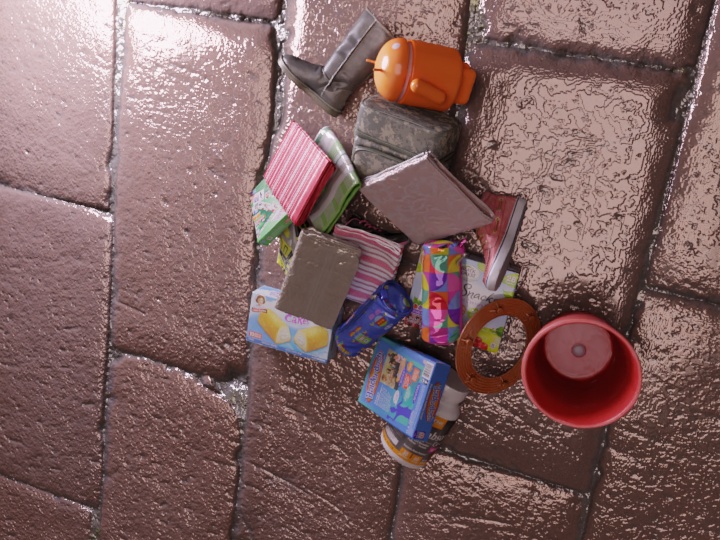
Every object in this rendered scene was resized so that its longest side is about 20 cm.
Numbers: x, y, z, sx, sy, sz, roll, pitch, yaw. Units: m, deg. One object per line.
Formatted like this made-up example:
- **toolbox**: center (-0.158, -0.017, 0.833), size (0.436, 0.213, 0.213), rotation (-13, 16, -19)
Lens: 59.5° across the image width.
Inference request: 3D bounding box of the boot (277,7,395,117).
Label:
- **boot**: center (-0.044, -0.433, 1.252), size (0.181, 0.073, 0.200), rotation (38, 116, -6)

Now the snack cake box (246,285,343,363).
- **snack cake box**: center (-0.145, 0.117, 1.388), size (0.197, 0.067, 0.117), rotation (14, 105, 15)

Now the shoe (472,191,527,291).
- **shoe**: center (0.245, -0.059, 1.190), size (0.090, 0.072, 0.202), rotation (16, 66, 18)

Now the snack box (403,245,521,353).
- **snack box**: center (0.203, 0.051, 1.262), size (0.197, 0.068, 0.171), rotation (17, 105, 13)

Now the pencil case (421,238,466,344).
- **pencil case**: center (0.157, 0.038, 1.197), size (0.087, 0.088, 0.203), rotation (4, 102, 17)

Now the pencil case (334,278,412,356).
- **pencil case**: center (0.021, 0.101, 1.291), size (0.086, 0.079, 0.200), rotation (22, 135, -25)

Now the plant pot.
- **plant pot**: center (0.402, 0.164, 1.159), size (0.197, 0.177, 0.204), rotation (3, 100, 17)

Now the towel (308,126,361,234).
- **towel**: center (-0.074, -0.180, 1.258), size (0.150, 0.030, 0.201), rotation (-54, 41, 27)

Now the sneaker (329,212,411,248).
- **sneaker**: center (0.007, -0.074, 1.306), size (0.197, 0.079, 0.097), rotation (-5, 87, 17)

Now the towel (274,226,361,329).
- **towel**: center (-0.084, 0.017, 1.249), size (0.131, 0.035, 0.202), rotation (21, 118, -6)

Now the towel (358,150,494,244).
- **towel**: center (0.119, -0.128, 1.170), size (0.191, 0.033, 0.199), rotation (40, 149, -26)

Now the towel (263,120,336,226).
- **towel**: center (-0.125, -0.194, 1.244), size (0.146, 0.022, 0.200), rotation (-57, 42, 19)

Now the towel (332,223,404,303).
- **towel**: center (0.000, 0.000, 1.279), size (0.144, 0.030, 0.201), rotation (19, 136, 4)

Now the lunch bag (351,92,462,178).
- **lunch bag**: center (0.083, -0.230, 1.219), size (0.198, 0.139, 0.170), rotation (23, 123, 13)

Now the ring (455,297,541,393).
- **ring**: center (0.271, 0.150, 1.216), size (0.198, 0.019, 0.203), rotation (-8, 111, -21)

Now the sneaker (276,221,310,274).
- **sneaker**: center (-0.135, -0.009, 1.351), size (0.076, 0.075, 0.203), rotation (-17, 71, 30)

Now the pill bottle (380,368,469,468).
- **pill bottle**: center (0.135, 0.299, 1.304), size (0.116, 0.116, 0.202), rotation (33, 109, 9)

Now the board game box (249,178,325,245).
- **board game box**: center (-0.156, -0.162, 1.303), size (0.199, 0.029, 0.136), rotation (-38, 52, 32)

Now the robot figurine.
- **robot figurine**: center (0.111, -0.362, 1.164), size (0.197, 0.117, 0.146), rotation (7, 73, -14)

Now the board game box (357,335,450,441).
- **board game box**: center (0.083, 0.230, 1.267), size (0.199, 0.045, 0.154), rotation (20, 93, 56)
